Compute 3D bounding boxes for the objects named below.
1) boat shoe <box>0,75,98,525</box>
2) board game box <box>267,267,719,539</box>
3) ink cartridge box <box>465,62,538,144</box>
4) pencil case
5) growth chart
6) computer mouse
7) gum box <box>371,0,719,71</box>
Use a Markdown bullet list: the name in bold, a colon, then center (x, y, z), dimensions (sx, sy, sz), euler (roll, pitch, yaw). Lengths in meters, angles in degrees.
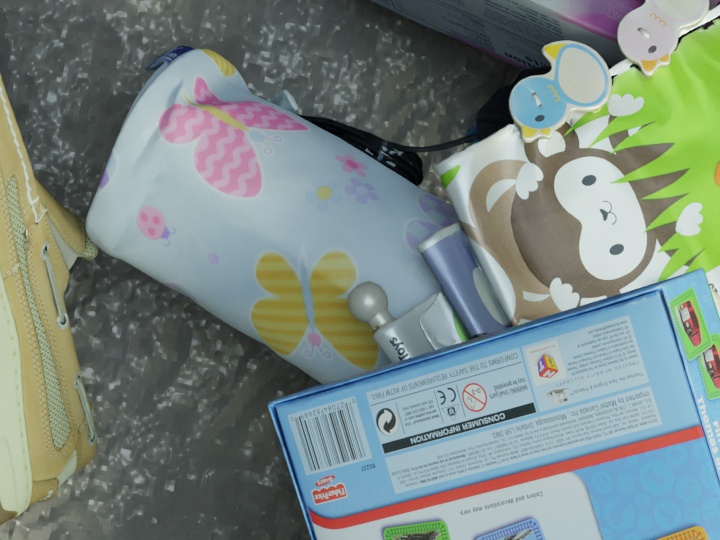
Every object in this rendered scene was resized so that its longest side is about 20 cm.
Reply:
- **boat shoe**: center (-0.132, -0.007, 0.845), dimensions (0.076, 0.071, 0.201), euler (-25, 126, -35)
- **board game box**: center (0.066, 0.116, 0.723), dimensions (0.151, 0.037, 0.201), euler (-18, 88, 34)
- **ink cartridge box**: center (0.154, -0.031, 0.913), dimensions (0.200, 0.068, 0.115), euler (43, 81, -1)
- **pencil case**: center (0.000, 0.000, 0.835), dimensions (0.199, 0.091, 0.083), euler (32, 119, 12)
- **growth chart**: center (0.094, -0.009, 0.774), dimensions (0.200, 0.018, 0.145), euler (-41, 84, -5)
- **computer mouse**: center (0.039, -0.040, 0.857), dimensions (0.059, 0.199, 0.034), euler (47, 53, -40)
- **gum box**: center (0.061, -0.144, 0.868), dimensions (0.199, 0.066, 0.114), euler (27, 76, 25)
